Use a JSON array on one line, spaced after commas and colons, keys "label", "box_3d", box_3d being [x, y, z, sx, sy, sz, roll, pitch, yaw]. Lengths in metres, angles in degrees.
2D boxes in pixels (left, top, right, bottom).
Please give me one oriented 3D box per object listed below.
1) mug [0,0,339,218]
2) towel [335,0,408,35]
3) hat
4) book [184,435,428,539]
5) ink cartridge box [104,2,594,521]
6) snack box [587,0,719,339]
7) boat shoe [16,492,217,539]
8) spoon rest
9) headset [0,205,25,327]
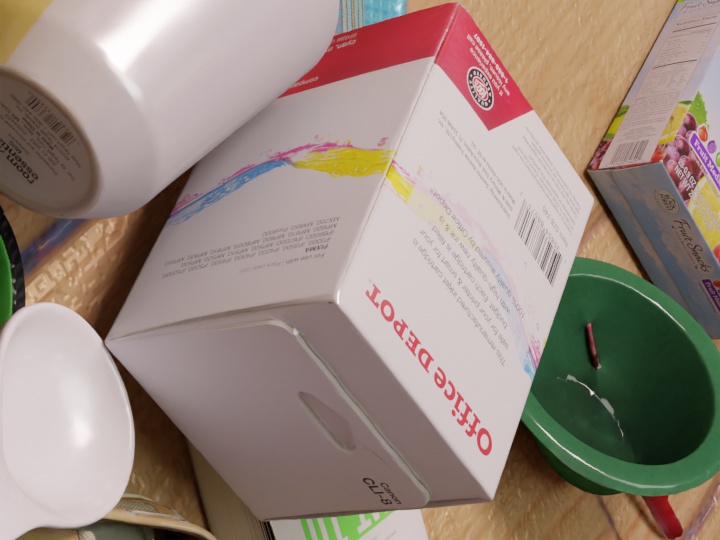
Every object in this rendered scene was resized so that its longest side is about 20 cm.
[{"label": "mug", "box_3d": [-0.126, -0.107, 0.879, 0.153, 0.186, 0.150, -54, 151, -38]}, {"label": "towel", "box_3d": [-0.021, -0.200, 1.087, 0.147, 0.022, 0.200, 4, 84, -50]}, {"label": "hat", "box_3d": [0.136, 0.115, 1.248, 0.200, 0.176, 0.166, 41, 50, 7]}, {"label": "book", "box_3d": [-0.034, 0.080, 1.035, 0.134, 0.048, 0.200, -28, 106, -50]}, {"label": "ink cartridge box", "box_3d": [0.000, 0.000, 0.942, 0.145, 0.144, 0.200, 53, 43, -32]}, {"label": "snack box", "box_3d": [0.255, -0.079, 1.365, 0.169, 0.068, 0.200, 55, 48, -31]}, {"label": "boat shoe", "box_3d": [-0.147, 0.130, 0.868, 0.200, 0.076, 0.072, -7, 94, -49]}, {"label": "spoon rest", "box_3d": [-0.150, 0.084, 0.812, 0.099, 0.061, 0.200, 66, 32, -16]}, {"label": "headset", "box_3d": [-0.218, -0.007, 0.820, 0.124, 0.094, 0.200, -67, 148, -31]}]
